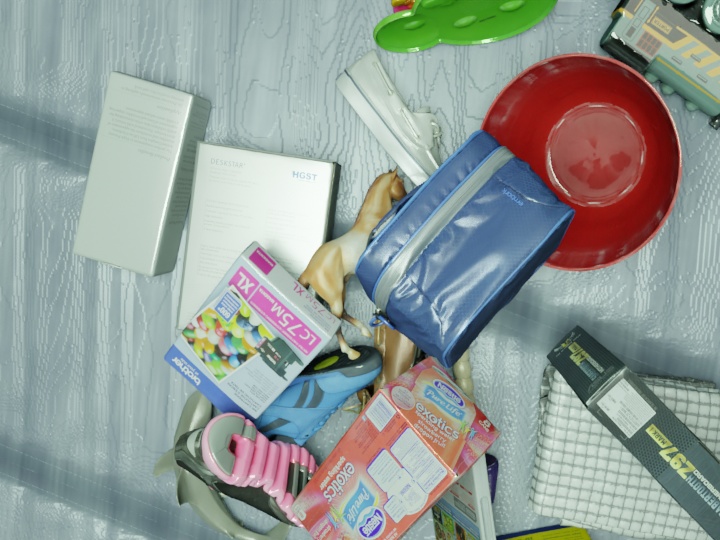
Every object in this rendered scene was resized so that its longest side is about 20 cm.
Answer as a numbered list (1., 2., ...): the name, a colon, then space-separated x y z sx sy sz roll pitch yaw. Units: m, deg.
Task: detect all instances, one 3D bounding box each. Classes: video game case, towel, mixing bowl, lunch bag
1. video game case: 0.107 0.266 0.748 0.018 0.143 0.206 -9 94 -16
2. towel: 0.282 0.192 0.756 0.194 0.086 0.170 6 96 3
3. mixing bowl: 0.224 -0.111 0.708 0.196 0.108 0.206 9 108 29
4. lunch bag: 0.083 -0.016 0.647 0.132 0.136 0.200 43 84 16

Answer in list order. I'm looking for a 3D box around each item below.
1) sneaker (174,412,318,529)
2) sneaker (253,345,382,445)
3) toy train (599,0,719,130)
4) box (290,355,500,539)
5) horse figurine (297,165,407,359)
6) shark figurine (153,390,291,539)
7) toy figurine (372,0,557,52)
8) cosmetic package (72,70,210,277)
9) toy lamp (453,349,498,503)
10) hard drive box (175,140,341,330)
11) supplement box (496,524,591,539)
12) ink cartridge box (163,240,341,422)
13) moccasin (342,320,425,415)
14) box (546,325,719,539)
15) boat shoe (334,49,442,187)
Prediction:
1. sneaker: -0.118 0.219 0.752 0.094 0.080 0.200 -19 131 30
2. sneaker: -0.046 0.140 0.765 0.197 0.066 0.080 -23 95 33
3. toy train: 0.344 -0.235 0.722 0.198 0.085 0.115 35 109 0
4. box: 0.030 0.195 0.676 0.103 0.094 0.202 45 125 19
5. horse figurine: 0.000 0.000 0.727 0.198 0.050 0.134 -37 101 -14
6. shark figurine: -0.172 0.260 0.800 0.127 0.089 0.217 -34 89 8
7. toy figurine: 0.096 -0.348 0.728 0.196 0.149 0.189 -10 79 30
8. cosmetic package: -0.243 -0.106 0.785 0.099 0.074 0.205 16 97 4
9. toy lamp: 0.118 0.160 0.780 0.057 0.058 0.206 -9 93 6
10. hard drive box: -0.110 -0.028 0.776 0.152 0.077 0.206 9 96 4
11. supplement box: 0.206 0.359 0.715 0.106 0.200 0.113 -12 93 6
12. ink cartridge box: -0.121 0.081 0.717 0.119 0.042 0.200 41 122 -3
13. moccasin: 0.026 0.141 0.779 0.076 0.073 0.207 10 100 19
14. box: 0.264 0.150 0.630 0.051 0.158 0.200 -43 93 8
15. boat shoe: 0.055 -0.148 0.754 0.065 0.074 0.201 -39 91 11
